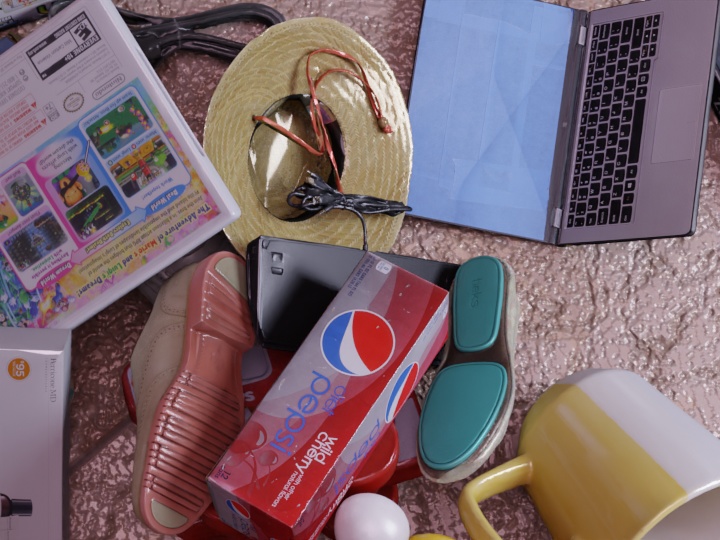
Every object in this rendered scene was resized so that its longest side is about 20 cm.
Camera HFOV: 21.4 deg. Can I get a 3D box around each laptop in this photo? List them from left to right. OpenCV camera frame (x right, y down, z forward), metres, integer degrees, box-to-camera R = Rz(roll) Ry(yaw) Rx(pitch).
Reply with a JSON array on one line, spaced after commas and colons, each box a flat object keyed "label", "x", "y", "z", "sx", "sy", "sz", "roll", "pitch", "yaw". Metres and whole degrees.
[{"label": "laptop", "x": 0.144, "y": -0.123, "z": 1.398, "sx": 0.115, "sy": 0.199, "sz": 0.189, "roll": 19, "pitch": 74, "yaw": -41}]

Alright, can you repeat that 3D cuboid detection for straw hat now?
[{"label": "straw hat", "x": -0.057, "y": -0.079, "z": 1.386, "sx": 0.200, "sy": 0.085, "sz": 0.203, "roll": 4, "pitch": 84, "yaw": -40}]

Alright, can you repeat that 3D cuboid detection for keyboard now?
[{"label": "keyboard", "x": 0.000, "y": 0.000, "z": 1.356, "sx": 0.199, "sy": 0.021, "sz": 0.128, "roll": 9, "pitch": 79, "yaw": -41}]

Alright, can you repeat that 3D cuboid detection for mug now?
[{"label": "mug", "x": 0.173, "y": 0.144, "z": 1.310, "sx": 0.150, "sy": 0.186, "sz": 0.153, "roll": -53, "pitch": 49, "yaw": 18}]

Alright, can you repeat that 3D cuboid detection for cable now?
[{"label": "cable", "x": -0.157, "y": -0.171, "z": 1.436, "sx": 0.199, "sy": 0.050, "sz": 0.098, "roll": -19, "pitch": 76, "yaw": -19}]

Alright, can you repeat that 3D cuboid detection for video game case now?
[{"label": "video game case", "x": -0.208, "y": -0.062, "z": 1.305, "sx": 0.199, "sy": 0.024, "sz": 0.183, "roll": -33, "pitch": 89, "yaw": 14}]

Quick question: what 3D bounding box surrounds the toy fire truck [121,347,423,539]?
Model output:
[{"label": "toy fire truck", "x": -0.057, "y": 0.110, "z": 1.349, "sx": 0.199, "sy": 0.112, "sz": 0.169, "roll": -16, "pitch": 61, "yaw": -8}]

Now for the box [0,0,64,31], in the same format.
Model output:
[{"label": "box", "x": -0.219, "y": -0.226, "z": 1.399, "sx": 0.199, "sy": 0.110, "sz": 0.035, "roll": -19, "pitch": 80, "yaw": -8}]

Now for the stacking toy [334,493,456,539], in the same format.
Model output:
[{"label": "stacking toy", "x": 0.050, "y": 0.229, "z": 1.275, "sx": 0.146, "sy": 0.146, "sz": 0.200, "roll": -46, "pitch": 108, "yaw": -11}]

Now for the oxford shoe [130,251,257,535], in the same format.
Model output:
[{"label": "oxford shoe", "x": -0.122, "y": 0.086, "z": 1.282, "sx": 0.071, "sy": 0.073, "sz": 0.201, "roll": 38, "pitch": 53, "yaw": -36}]

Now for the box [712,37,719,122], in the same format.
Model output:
[{"label": "box", "x": 0.370, "y": -0.148, "z": 1.454, "sx": 0.199, "sy": 0.044, "sz": 0.161, "roll": -24, "pitch": 81, "yaw": -8}]

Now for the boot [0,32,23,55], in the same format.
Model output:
[{"label": "boot", "x": -0.282, "y": -0.078, "z": 1.378, "sx": 0.200, "sy": 0.075, "sz": 0.097, "roll": -41, "pitch": 84, "yaw": 1}]

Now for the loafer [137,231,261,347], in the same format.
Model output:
[{"label": "loafer", "x": -0.135, "y": -0.014, "z": 1.364, "sx": 0.199, "sy": 0.070, "sz": 0.070, "roll": 29, "pitch": 55, "yaw": 10}]

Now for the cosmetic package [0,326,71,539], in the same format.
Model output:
[{"label": "cosmetic package", "x": -0.241, "y": 0.141, "z": 1.308, "sx": 0.082, "sy": 0.051, "sz": 0.202, "roll": 1, "pitch": 107, "yaw": -5}]

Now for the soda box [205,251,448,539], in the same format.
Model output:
[{"label": "soda box", "x": -0.018, "y": 0.089, "z": 1.259, "sx": 0.070, "sy": 0.064, "sz": 0.200, "roll": 27, "pitch": 64, "yaw": 17}]

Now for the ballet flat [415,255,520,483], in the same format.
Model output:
[{"label": "ballet flat", "x": 0.086, "y": 0.078, "z": 1.346, "sx": 0.067, "sy": 0.063, "sz": 0.201, "roll": -4, "pitch": 48, "yaw": 23}]

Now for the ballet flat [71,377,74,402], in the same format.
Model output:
[{"label": "ballet flat", "x": -0.304, "y": 0.080, "z": 1.353, "sx": 0.198, "sy": 0.069, "sz": 0.070, "roll": -1, "pitch": 78, "yaw": -4}]
